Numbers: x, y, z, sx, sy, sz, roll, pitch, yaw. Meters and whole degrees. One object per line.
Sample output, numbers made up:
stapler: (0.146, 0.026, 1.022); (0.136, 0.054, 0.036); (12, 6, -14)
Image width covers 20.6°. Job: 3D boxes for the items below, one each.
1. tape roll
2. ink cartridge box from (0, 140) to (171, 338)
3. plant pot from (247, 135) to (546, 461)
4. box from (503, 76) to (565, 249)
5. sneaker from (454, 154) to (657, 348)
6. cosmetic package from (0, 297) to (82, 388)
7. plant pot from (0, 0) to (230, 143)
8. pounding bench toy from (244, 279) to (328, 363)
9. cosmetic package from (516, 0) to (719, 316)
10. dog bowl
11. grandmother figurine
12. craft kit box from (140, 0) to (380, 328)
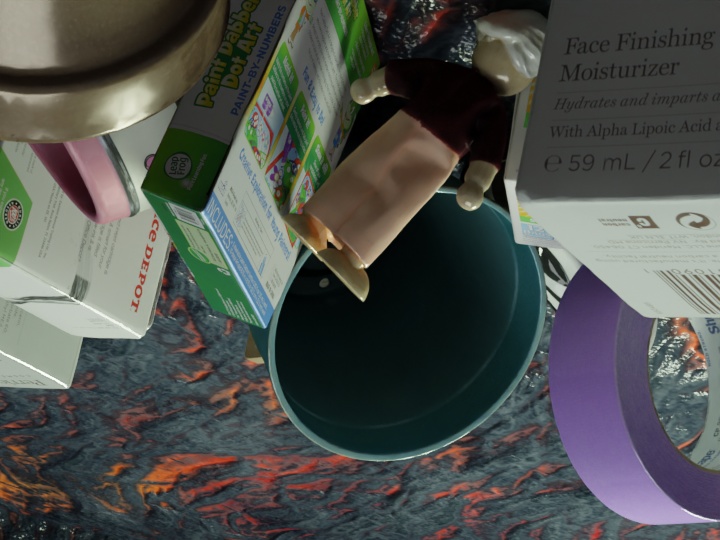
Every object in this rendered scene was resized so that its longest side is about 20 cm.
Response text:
tape roll: (0.222, 0.074, 1.370); (0.199, 0.202, 0.065); (25, 157, -34)
ink cartridge box: (-0.234, -0.049, 1.490); (0.084, 0.147, 0.200); (0, 157, 35)
plant pot: (0.000, 0.000, 1.381); (0.199, 0.201, 0.188); (23, -167, -30)
box: (0.195, -0.070, 1.238); (0.198, 0.102, 0.113); (8, 161, 12)
sneaker: (0.137, -0.014, 1.445); (0.111, 0.073, 0.201); (14, 146, 46)
cosmetic package: (-0.338, -0.012, 1.628); (0.164, 0.166, 0.200); (1, 158, 33)
plant pot: (-0.163, -0.193, 1.010); (0.199, 0.201, 0.175); (11, 145, 2)
pounding bench toy: (0.038, 0.031, 1.587); (0.155, 0.125, 0.199); (27, 156, -38)
cosmetic package: (0.198, -0.096, 0.985); (0.164, 0.202, 0.165); (-1, 158, 33)
dog bowl: (-0.174, -0.115, 1.200); (0.201, 0.074, 0.200); (53, 167, 17)
grandmother figurine: (0.041, -0.083, 1.194); (0.121, 0.200, 0.061); (45, 178, 19)
craft kit box: (-0.053, -0.090, 1.180); (0.048, 0.199, 0.200); (22, 163, 15)
